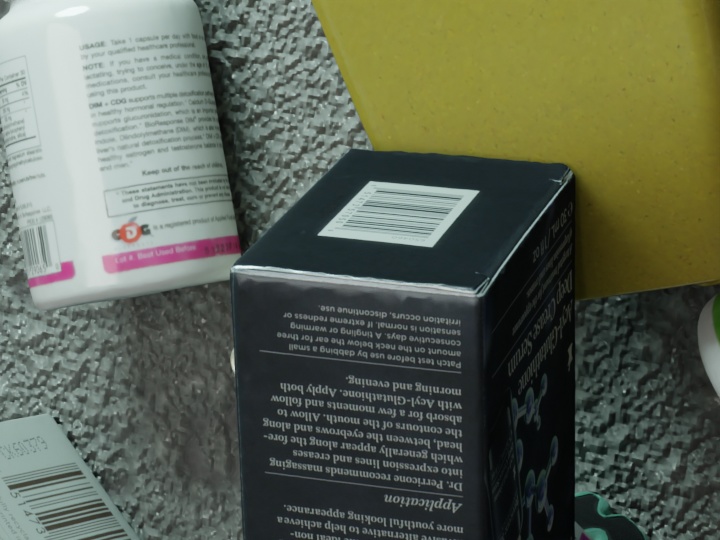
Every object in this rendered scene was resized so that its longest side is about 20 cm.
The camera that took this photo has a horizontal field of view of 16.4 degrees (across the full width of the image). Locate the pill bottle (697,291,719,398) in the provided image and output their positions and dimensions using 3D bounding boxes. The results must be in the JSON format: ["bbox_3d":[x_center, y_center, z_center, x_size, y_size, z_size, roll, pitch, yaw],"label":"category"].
[{"bbox_3d":[0.255,0.003,1.091,0.200,0.111,0.111,-40,74,27],"label":"pill bottle"}]

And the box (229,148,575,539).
[{"bbox_3d":[0.023,0.068,1.048,0.107,0.148,0.200,6,114,17],"label":"box"}]

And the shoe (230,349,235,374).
[{"bbox_3d":[0.000,0.000,1.249,0.200,0.053,0.070,-46,65,42],"label":"shoe"}]

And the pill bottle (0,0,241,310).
[{"bbox_3d":[-0.133,-0.086,1.315,0.113,0.113,0.200,-9,90,31],"label":"pill bottle"}]

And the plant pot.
[{"bbox_3d":[0.113,-0.094,1.129,0.195,0.194,0.200,-8,102,31],"label":"plant pot"}]

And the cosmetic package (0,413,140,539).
[{"bbox_3d":[-0.231,0.210,1.372,0.165,0.165,0.200,51,117,18],"label":"cosmetic package"}]

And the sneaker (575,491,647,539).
[{"bbox_3d":[0.051,0.170,1.255,0.200,0.078,0.140,15,104,33],"label":"sneaker"}]

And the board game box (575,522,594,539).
[{"bbox_3d":[0.087,0.196,1.191,0.200,0.034,0.134,45,118,-8],"label":"board game box"}]
